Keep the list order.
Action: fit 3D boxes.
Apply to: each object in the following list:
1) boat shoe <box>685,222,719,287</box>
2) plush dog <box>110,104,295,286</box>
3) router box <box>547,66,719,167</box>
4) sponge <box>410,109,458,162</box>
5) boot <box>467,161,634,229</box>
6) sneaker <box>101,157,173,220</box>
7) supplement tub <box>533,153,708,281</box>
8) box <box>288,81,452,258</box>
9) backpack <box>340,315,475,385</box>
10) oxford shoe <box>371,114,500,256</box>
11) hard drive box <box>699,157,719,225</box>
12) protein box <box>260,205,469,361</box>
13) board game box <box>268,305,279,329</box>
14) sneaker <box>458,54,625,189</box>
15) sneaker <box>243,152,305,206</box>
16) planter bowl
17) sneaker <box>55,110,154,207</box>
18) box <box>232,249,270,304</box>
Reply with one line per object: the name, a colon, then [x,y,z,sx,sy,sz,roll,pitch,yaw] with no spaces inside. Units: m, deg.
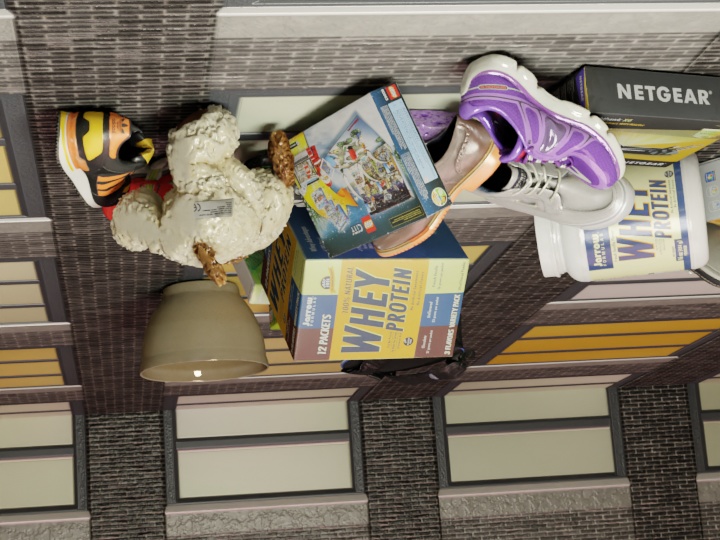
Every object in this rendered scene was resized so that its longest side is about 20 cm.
boat shoe: [0.421,-0.032,1.944,0.073,0.200,0.061,-14,129,-19]
plush dog: [-0.138,-0.062,1.619,0.171,0.161,0.200,-13,149,-53]
router box: [0.285,-0.161,1.631,0.199,0.053,0.157,1,166,-23]
sponge: [0.032,-0.100,1.694,0.111,0.030,0.201,-1,143,-18]
boot: [0.197,-0.091,1.694,0.199,0.074,0.095,8,179,38]
sneaker: [-0.228,-0.079,1.747,0.199,0.086,0.077,-16,162,39]
supplement tub: [0.314,-0.064,1.853,0.198,0.146,0.145,-7,167,11]
box: [0.001,-0.101,1.600,0.038,0.137,0.200,-28,-176,-33]
backpack: [0.053,0.106,2.502,0.199,0.155,0.190,12,152,-34]
oxford shoe: [0.067,-0.094,1.644,0.073,0.072,0.200,30,121,-25]
hard drive box: [0.544,-0.109,1.888,0.155,0.077,0.199,7,162,-44]
protein box: [0.000,0.000,1.850,0.198,0.136,0.199,-1,-152,-16]
board game box: [-0.073,0.052,2.454,0.101,0.048,0.200,0,166,-19]
sneaker: [0.174,-0.130,1.520,0.199,0.084,0.081,30,157,-21]
sneaker: [-0.047,-0.105,1.733,0.198,0.067,0.091,-2,170,0]
planter bowl: [-0.245,0.091,2.373,0.199,0.136,0.200,-4,166,-1]
sneaker: [-0.256,-0.115,1.615,0.089,0.071,0.200,-2,165,6]
box: [-0.070,-0.006,2.028,0.199,0.145,0.037,0,123,-23]
